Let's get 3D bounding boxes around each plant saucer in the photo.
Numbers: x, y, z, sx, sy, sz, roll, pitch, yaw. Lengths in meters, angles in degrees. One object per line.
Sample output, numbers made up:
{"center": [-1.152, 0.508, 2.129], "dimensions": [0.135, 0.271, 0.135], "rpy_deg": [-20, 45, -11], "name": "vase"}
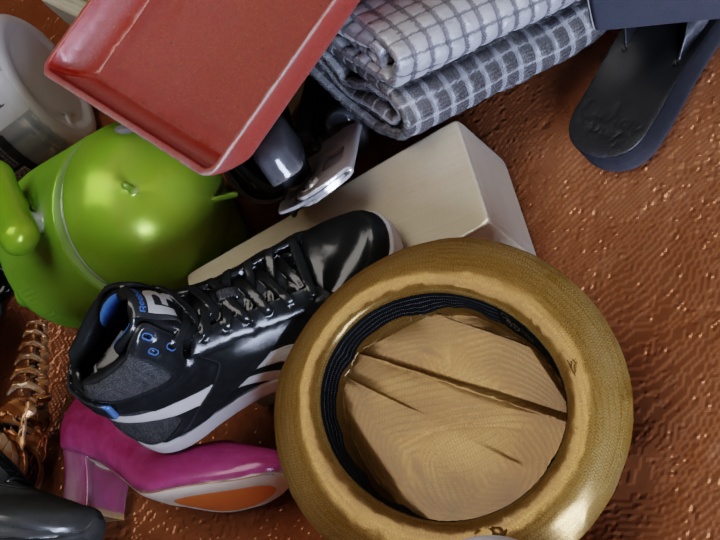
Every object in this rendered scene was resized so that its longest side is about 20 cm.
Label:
{"center": [-0.076, -0.161, 1.075], "dimensions": [0.200, 0.037, 0.200], "rpy_deg": [32, 86, 46], "name": "plant saucer"}

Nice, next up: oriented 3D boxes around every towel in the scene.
{"center": [0.035, -0.170, 1.118], "dimensions": [0.165, 0.086, 0.200], "rpy_deg": [-29, 42, -20], "name": "towel"}

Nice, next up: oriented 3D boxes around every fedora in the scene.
{"center": [0.054, 0.082, 0.972], "dimensions": [0.199, 0.082, 0.202], "rpy_deg": [-7, 67, 18], "name": "fedora"}

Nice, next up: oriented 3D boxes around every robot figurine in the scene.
{"center": [-0.160, -0.028, 1.171], "dimensions": [0.200, 0.175, 0.116], "rpy_deg": [-20, 73, 55], "name": "robot figurine"}

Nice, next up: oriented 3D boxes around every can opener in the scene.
{"center": [-0.028, -0.096, 1.116], "dimensions": [0.053, 0.067, 0.200], "rpy_deg": [-31, 21, 18], "name": "can opener"}

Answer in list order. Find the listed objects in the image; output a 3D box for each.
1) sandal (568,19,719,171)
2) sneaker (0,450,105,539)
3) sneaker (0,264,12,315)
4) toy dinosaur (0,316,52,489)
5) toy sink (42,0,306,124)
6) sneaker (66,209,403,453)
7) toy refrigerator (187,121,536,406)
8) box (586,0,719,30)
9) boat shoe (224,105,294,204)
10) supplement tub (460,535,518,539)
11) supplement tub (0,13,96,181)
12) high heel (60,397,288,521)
{"center": [0.182, -0.153, 1.060], "dimensions": [0.076, 0.043, 0.201], "rpy_deg": [12, 71, 41], "name": "sandal"}
{"center": [-0.249, 0.128, 1.116], "dimensions": [0.199, 0.076, 0.091], "rpy_deg": [10, 76, 13], "name": "sneaker"}
{"center": [-0.294, 0.024, 1.238], "dimensions": [0.080, 0.072, 0.200], "rpy_deg": [-20, 10, 8], "name": "sneaker"}
{"center": [-0.254, 0.132, 1.201], "dimensions": [0.135, 0.102, 0.200], "rpy_deg": [15, 54, 27], "name": "toy dinosaur"}
{"center": [-0.108, -0.190, 1.260], "dimensions": [0.200, 0.112, 0.131], "rpy_deg": [30, 83, 45], "name": "toy sink"}
{"center": [-0.076, 0.024, 1.009], "dimensions": [0.200, 0.112, 0.073], "rpy_deg": [-38, 53, 12], "name": "sneaker"}
{"center": [0.000, 0.000, 1.087], "dimensions": [0.199, 0.070, 0.076], "rpy_deg": [-30, 55, 20], "name": "toy refrigerator"}
{"center": [0.217, -0.252, 1.006], "dimensions": [0.199, 0.123, 0.199], "rpy_deg": [-4, 58, 13], "name": "box"}
{"center": [-0.089, -0.138, 1.168], "dimensions": [0.068, 0.201, 0.057], "rpy_deg": [-28, 8, -11], "name": "boat shoe"}
{"center": [0.089, 0.228, 0.816], "dimensions": [0.145, 0.145, 0.200], "rpy_deg": [-47, 45, 3], "name": "supplement tub"}
{"center": [-0.305, -0.089, 1.340], "dimensions": [0.200, 0.122, 0.123], "rpy_deg": [-33, 47, 16], "name": "supplement tub"}
{"center": [-0.112, 0.099, 1.110], "dimensions": [0.199, 0.067, 0.096], "rpy_deg": [-15, 64, 46], "name": "high heel"}
